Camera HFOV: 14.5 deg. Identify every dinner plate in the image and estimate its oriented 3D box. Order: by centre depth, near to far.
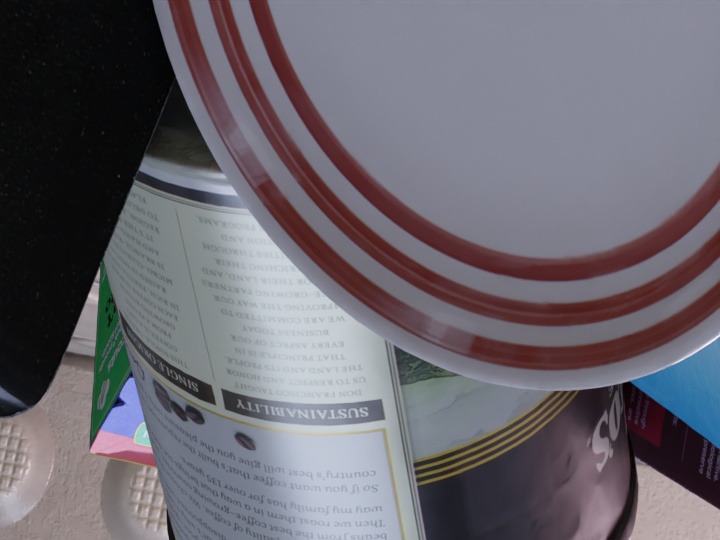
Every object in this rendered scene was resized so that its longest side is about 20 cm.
[{"bbox_3d":[0.028,-0.071,0.627,0.200,0.201,0.024,7,-157,40],"label":"dinner plate"}]

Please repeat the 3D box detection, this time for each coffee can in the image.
[{"bbox_3d":[0.000,0.000,0.808,0.146,0.147,0.200,10,136,21],"label":"coffee can"}]

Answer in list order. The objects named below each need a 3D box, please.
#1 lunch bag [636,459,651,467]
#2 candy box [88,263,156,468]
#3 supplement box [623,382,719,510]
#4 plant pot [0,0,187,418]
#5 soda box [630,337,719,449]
[{"bbox_3d":[0.183,0.002,1.107,0.167,0.140,0.200,-21,154,36],"label":"lunch bag"},{"bbox_3d":[-0.016,-0.001,1.147,0.169,0.200,0.077,15,130,-15],"label":"candy box"},{"bbox_3d":[0.119,0.009,0.881,0.061,0.109,0.200,-1,-160,-32],"label":"supplement box"},{"bbox_3d":[-0.165,-0.100,0.703,0.199,0.200,0.177,7,158,39],"label":"plant pot"},{"bbox_3d":[0.092,-0.037,0.711,0.068,0.064,0.200,37,157,37],"label":"soda box"}]
